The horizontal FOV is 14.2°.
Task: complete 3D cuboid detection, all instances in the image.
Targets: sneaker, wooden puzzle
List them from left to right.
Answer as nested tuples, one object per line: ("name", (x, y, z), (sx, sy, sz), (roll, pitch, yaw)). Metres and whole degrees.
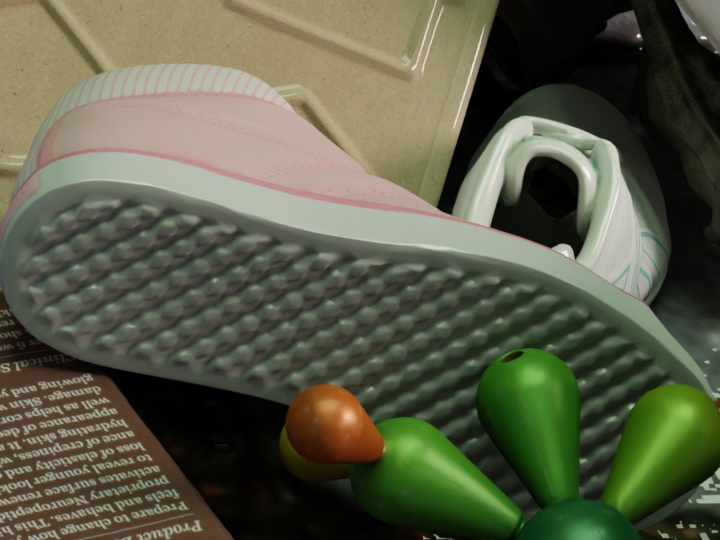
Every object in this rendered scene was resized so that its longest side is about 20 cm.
("wooden puzzle", (-0.057, -0.074, 0.866), (0.185, 0.046, 0.201), (21, 72, -15))
("sneaker", (0.000, 0.000, 0.778), (0.199, 0.076, 0.105), (20, 22, -14))
("sneaker", (0.049, -0.090, 1.021), (0.077, 0.082, 0.200), (-3, 2, 33))
("sneaker", (0.062, -0.015, 0.886), (0.070, 0.081, 0.201), (10, 31, 5))

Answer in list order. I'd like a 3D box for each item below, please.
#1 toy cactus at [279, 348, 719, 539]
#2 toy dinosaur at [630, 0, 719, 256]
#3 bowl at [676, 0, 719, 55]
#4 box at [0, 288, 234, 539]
("toy cactus", (0.058, 0.087, 0.684), (0.199, 0.102, 0.166), (-19, 63, 11))
("toy dinosaur", (0.110, -0.052, 0.936), (0.201, 0.047, 0.088), (63, 12, 20))
("bowl", (0.134, -0.117, 0.947), (0.075, 0.200, 0.200), (-37, 19, 11))
("box", (-0.102, 0.069, 0.720), (0.100, 0.075, 0.200), (-9, 35, -28))
